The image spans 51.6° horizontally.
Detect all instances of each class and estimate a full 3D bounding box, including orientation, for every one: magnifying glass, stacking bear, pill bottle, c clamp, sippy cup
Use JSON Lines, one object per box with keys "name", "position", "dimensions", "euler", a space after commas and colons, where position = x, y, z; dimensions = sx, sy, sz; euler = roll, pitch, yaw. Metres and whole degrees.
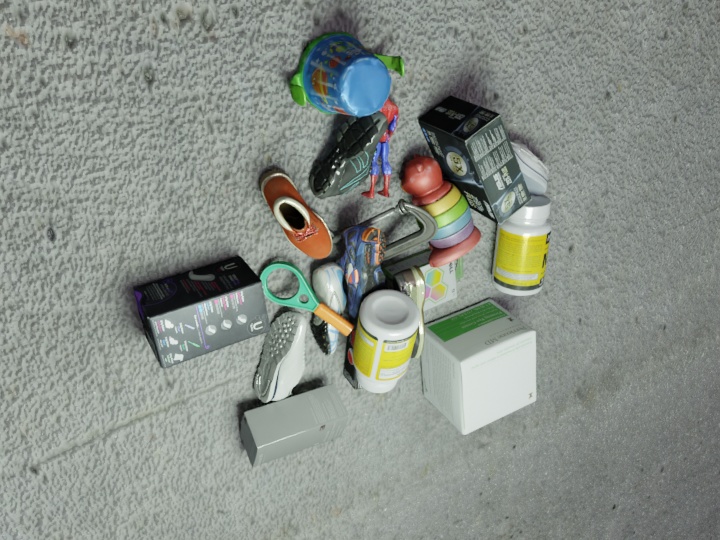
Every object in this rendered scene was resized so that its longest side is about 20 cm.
{"name": "magnifying glass", "position": [-0.099, 0.056, 1.390], "dimensions": [0.200, 0.022, 0.080], "euler": [35, 108, -11]}
{"name": "stacking bear", "position": [0.145, -0.128, 1.442], "dimensions": [0.113, 0.122, 0.201], "euler": [-22, 115, 18]}
{"name": "pill bottle", "position": [0.044, 0.140, 1.410], "dimensions": [0.112, 0.113, 0.201], "euler": [-15, 140, -23]}
{"name": "c clamp", "position": [0.037, -0.078, 1.393], "dimensions": [0.199, 0.027, 0.171], "euler": [-20, 134, 23]}
{"name": "pill bottle", "position": [0.343, -0.058, 1.584], "dimensions": [0.114, 0.114, 0.201], "euler": [-12, 119, -25]}
{"name": "sippy cup", "position": [-0.018, -0.317, 1.238], "dimensions": [0.178, 0.130, 0.140], "euler": [-51, 128, 1]}

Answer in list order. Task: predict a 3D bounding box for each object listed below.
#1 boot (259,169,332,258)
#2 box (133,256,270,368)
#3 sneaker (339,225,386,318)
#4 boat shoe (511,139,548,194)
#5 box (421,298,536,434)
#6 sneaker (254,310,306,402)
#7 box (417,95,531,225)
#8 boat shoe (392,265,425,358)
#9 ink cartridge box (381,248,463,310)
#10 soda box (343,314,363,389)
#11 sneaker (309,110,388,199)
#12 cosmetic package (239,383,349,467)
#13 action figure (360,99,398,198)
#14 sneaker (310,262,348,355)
{"name": "boot", "position": [-0.105, -0.076, 1.319], "dimensions": [0.075, 0.107, 0.200], "euler": [-35, 128, 3]}
{"name": "box", "position": [-0.273, 0.068, 1.288], "dimensions": [0.199, 0.122, 0.107], "euler": [-18, 121, -21]}
{"name": "sneaker", "position": [0.000, 0.000, 1.396], "dimensions": [0.075, 0.078, 0.201], "euler": [-22, 130, -41]}
{"name": "boat shoe", "position": [0.310, -0.230, 1.518], "dimensions": [0.200, 0.073, 0.066], "euler": [34, 64, -32]}
{"name": "box", "position": [0.256, 0.206, 1.629], "dimensions": [0.198, 0.171, 0.201], "euler": [-20, 122, -21]}
{"name": "sneaker", "position": [-0.141, 0.165, 1.451], "dimensions": [0.080, 0.076, 0.201], "euler": [4, 119, -39]}
{"name": "box", "position": [0.215, -0.208, 1.405], "dimensions": [0.086, 0.164, 0.200], "euler": [-37, 127, -9]}
{"name": "boat shoe", "position": [0.088, 0.085, 1.467], "dimensions": [0.066, 0.072, 0.202], "euler": [-8, 119, -14]}
{"name": "ink cartridge box", "position": [0.144, 0.016, 1.540], "dimensions": [0.199, 0.059, 0.104], "euler": [-21, 122, -20]}
{"name": "soda box", "position": [0.016, 0.139, 1.525], "dimensions": [0.070, 0.063, 0.201], "euler": [-6, 116, -28]}
{"name": "sneaker", "position": [-0.011, -0.204, 1.317], "dimensions": [0.079, 0.076, 0.200], "euler": [4, 141, -44]}
{"name": "cosmetic package", "position": [-0.134, 0.309, 1.491], "dimensions": [0.199, 0.090, 0.107], "euler": [-18, 151, -23]}
{"name": "action figure", "position": [0.033, -0.236, 1.360], "dimensions": [0.065, 0.052, 0.201], "euler": [-5, 111, -34]}
{"name": "sneaker", "position": [-0.055, 0.078, 1.453], "dimensions": [0.072, 0.072, 0.201], "euler": [-16, 124, -31]}
